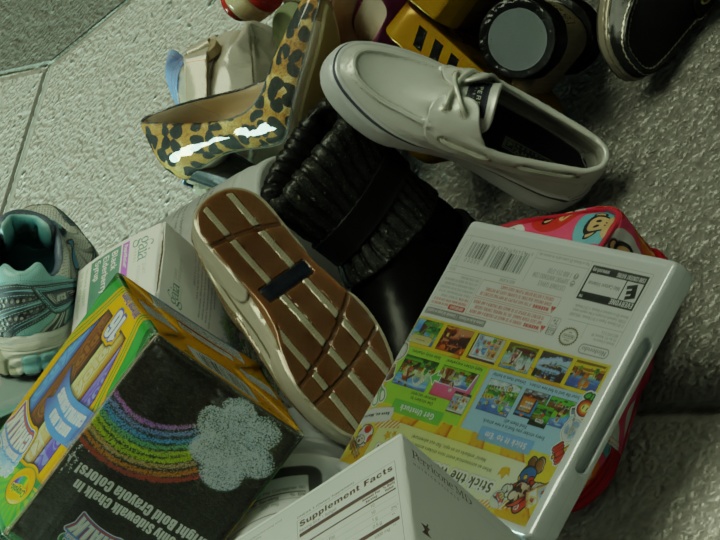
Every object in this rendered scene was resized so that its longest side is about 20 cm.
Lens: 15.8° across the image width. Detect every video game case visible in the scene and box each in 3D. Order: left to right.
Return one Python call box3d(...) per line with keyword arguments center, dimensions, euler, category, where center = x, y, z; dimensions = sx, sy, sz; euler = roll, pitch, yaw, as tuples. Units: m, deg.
box3d(center=(0.088, 0.063, 1.551), dimensions=(0.200, 0.023, 0.182), euler=(14, 71, 55), category="video game case")

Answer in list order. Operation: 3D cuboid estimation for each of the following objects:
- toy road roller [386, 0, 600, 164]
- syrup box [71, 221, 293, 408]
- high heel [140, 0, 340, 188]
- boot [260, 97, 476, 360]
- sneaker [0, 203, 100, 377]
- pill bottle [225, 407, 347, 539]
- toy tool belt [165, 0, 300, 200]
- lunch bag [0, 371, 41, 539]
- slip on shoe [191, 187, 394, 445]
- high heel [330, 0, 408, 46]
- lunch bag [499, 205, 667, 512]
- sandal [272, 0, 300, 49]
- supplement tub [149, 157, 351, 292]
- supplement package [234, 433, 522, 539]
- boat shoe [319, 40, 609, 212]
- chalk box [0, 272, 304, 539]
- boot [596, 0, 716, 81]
box3d(center=(0.059, -0.166, 1.831), dimensions=(0.146, 0.200, 0.123), euler=(-51, -13, 18), category="toy road roller")
box3d(center=(-0.101, 0.065, 1.755), dimensions=(0.081, 0.200, 0.079), euler=(-30, 36, 26), category="syrup box")
box3d(center=(-0.092, -0.139, 1.895), dimensions=(0.143, 0.200, 0.071), euler=(27, 37, 18), category="high heel")
box3d(center=(-0.002, 0.000, 1.745), dimensions=(0.079, 0.158, 0.211), euler=(-22, 39, 35), category="boot")
box3d(center=(-0.217, -0.010, 1.775), dimensions=(0.078, 0.086, 0.200), euler=(-8, 27, -2), category="sneaker")
box3d(center=(-0.034, 0.188, 1.624), dimensions=(0.114, 0.114, 0.200), euler=(-33, 34, 22), category="pill bottle")
box3d(center=(-0.109, -0.137, 2.052), dimensions=(0.123, 0.125, 0.200), euler=(-30, 55, 36), category="toy tool belt")
box3d(center=(-0.266, 0.117, 1.763), dimensions=(0.200, 0.122, 0.170), euler=(-33, 27, -10), category="lunch bag")
box3d(center=(-0.044, 0.036, 1.686), dimensions=(0.076, 0.061, 0.200), euler=(-32, 68, -21), category="slip on shoe")
box3d(center=(-0.008, -0.198, 1.963), dimensions=(0.096, 0.200, 0.067), euler=(-42, 77, -1), category="high heel")
box3d(center=(0.095, 0.061, 1.636), dimensions=(0.176, 0.082, 0.200), euler=(-12, 47, 44), category="lunch bag")
box3d(center=(-0.031, -0.123, 1.956), dimensions=(0.201, 0.057, 0.080), euler=(56, 146, 39), category="sandal")
box3d(center=(-0.108, 0.019, 1.866), dimensions=(0.200, 0.132, 0.132), euler=(-31, 36, 27), category="supplement tub")
box3d(center=(0.029, 0.216, 1.434), dimensions=(0.156, 0.200, 0.111), euler=(-34, 35, 20), category="supplement package")
box3d(center=(0.072, -0.103, 1.726), dimensions=(0.066, 0.200, 0.072), euler=(-46, 18, 59), category="boat shoe")
box3d(center=(-0.153, 0.128, 1.623), dimensions=(0.200, 0.125, 0.124), euler=(-52, 23, 6), category="chalk box")
box3d(center=(0.256, -0.215, 1.757), dimensions=(0.151, 0.073, 0.200), euler=(3, 52, 52), category="boot")
